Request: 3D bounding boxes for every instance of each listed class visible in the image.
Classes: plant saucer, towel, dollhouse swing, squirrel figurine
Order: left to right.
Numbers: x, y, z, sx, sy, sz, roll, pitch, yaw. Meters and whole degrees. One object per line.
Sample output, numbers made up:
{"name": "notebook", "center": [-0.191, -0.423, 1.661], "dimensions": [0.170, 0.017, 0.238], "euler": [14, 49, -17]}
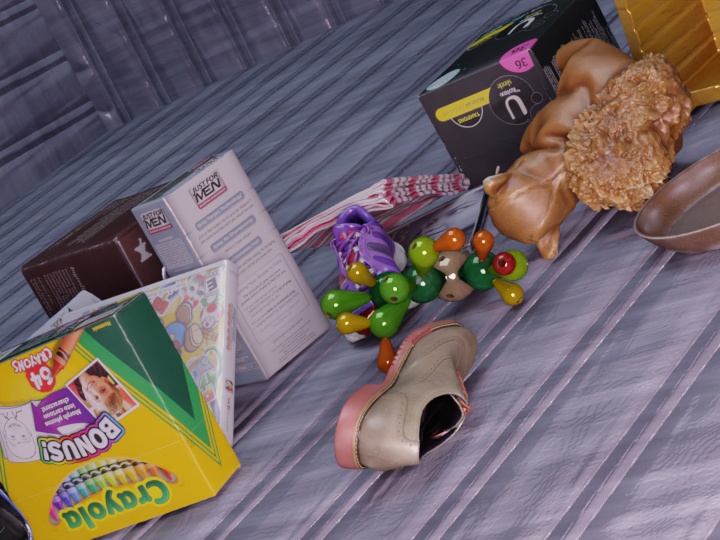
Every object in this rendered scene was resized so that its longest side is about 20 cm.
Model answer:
{"name": "towel", "center": [0.016, -0.056, 2.020], "dimensions": [0.146, 0.030, 0.200], "euler": [-27, -8, 28]}
{"name": "squirrel figurine", "center": [0.197, -0.103, 1.719], "dimensions": [0.186, 0.142, 0.200], "euler": [-41, 12, -18]}
{"name": "dollhouse swing", "center": [0.369, -0.280, 1.887], "dimensions": [0.175, 0.201, 0.182], "euler": [-1, 29, 42]}
{"name": "plant saucer", "center": [0.314, -0.067, 1.554], "dimensions": [0.199, 0.032, 0.200], "euler": [-28, 12, 7]}

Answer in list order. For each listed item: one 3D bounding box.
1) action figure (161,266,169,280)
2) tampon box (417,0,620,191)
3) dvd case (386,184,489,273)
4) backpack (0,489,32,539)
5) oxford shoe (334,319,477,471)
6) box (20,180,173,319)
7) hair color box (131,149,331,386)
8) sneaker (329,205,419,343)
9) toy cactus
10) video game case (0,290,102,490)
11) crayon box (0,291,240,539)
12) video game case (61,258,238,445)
{"name": "action figure", "center": [-0.219, 0.087, 1.890], "dimensions": [0.199, 0.150, 0.134], "euler": [-20, 15, -23]}
{"name": "tampon box", "center": [0.183, -0.197, 2.109], "dimensions": [0.149, 0.127, 0.200], "euler": [-21, 16, 34]}
{"name": "dvd case", "center": [0.058, -0.025, 1.976], "dimensions": [0.148, 0.016, 0.200], "euler": [-26, 13, 17]}
{"name": "backpack", "center": [-0.402, 0.223, 1.624], "dimensions": [0.183, 0.200, 0.147], "euler": [-41, -3, -36]}
{"name": "oxford shoe", "center": [0.054, 0.098, 1.460], "dimensions": [0.074, 0.071, 0.200], "euler": [8, 29, 25]}
{"name": "box", "center": [-0.227, 0.011, 2.120], "dimensions": [0.199, 0.165, 0.166], "euler": [-13, 20, 49]}
{"name": "hair color box", "center": [-0.122, -0.002, 1.865], "dimensions": [0.060, 0.201, 0.099], "euler": [-13, 20, 50]}
{"name": "sneaker", "center": [0.000, 0.000, 1.836], "dimensions": [0.080, 0.084, 0.200], "euler": [-30, 24, 6]}
{"name": "toy cactus", "center": [0.070, 0.016, 1.688], "dimensions": [0.199, 0.103, 0.165], "euler": [-25, -5, 28]}
{"name": "video game case", "center": [-0.336, 0.138, 1.933], "dimensions": [0.201, 0.045, 0.181], "euler": [-60, -4, 32]}
{"name": "crayon box", "center": [-0.227, 0.132, 1.647], "dimensions": [0.199, 0.173, 0.058], "euler": [-22, 11, 31]}
{"name": "video game case", "center": [-0.199, 0.097, 1.788], "dimensions": [0.199, 0.023, 0.183], "euler": [-18, 56, 28]}
